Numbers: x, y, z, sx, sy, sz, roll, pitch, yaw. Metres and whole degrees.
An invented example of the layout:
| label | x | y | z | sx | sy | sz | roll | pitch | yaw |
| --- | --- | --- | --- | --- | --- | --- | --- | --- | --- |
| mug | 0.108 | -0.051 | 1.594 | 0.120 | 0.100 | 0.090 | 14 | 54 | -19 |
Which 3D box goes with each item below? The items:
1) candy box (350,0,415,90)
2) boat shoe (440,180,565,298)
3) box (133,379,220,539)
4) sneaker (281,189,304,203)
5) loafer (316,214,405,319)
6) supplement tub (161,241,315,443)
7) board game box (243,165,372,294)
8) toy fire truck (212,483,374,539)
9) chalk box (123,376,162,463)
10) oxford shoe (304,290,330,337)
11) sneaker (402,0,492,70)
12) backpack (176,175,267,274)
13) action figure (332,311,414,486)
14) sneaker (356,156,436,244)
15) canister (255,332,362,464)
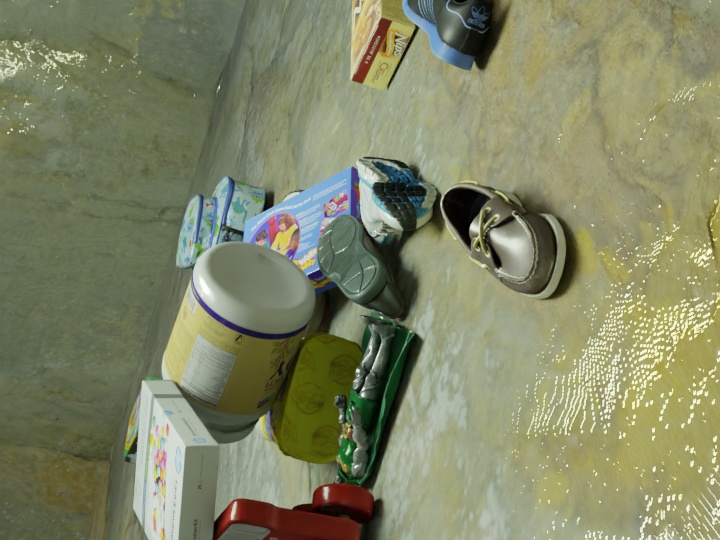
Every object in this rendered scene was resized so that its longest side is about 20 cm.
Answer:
| label | x | y | z | sx | sy | sz | roll | pitch | yaw |
| --- | --- | --- | --- | --- | --- | --- | --- | --- | --- |
| candy box | 0.030 | -0.360 | 1.635 | 0.116 | 0.055 | 0.202 | 121 | 157 | -45 |
| boat shoe | 0.120 | -0.031 | 1.025 | 0.200 | 0.059 | 0.073 | -119 | 46 | -68 |
| box | -0.199 | 0.223 | 1.265 | 0.200 | 0.041 | 0.158 | -147 | 61 | -62 |
| sneaker | -0.088 | -0.047 | 1.762 | 0.201 | 0.073 | 0.080 | 114 | 154 | -50 |
| loafer | 0.000 | 0.000 | 1.378 | 0.072 | 0.063 | 0.200 | -44 | 26 | 7 |
| supplement tub | -0.147 | 0.085 | 1.375 | 0.146 | 0.143 | 0.202 | -98 | 27 | -54 |
| board game box | -0.072 | -0.034 | 1.546 | 0.198 | 0.045 | 0.136 | -24 | 51 | 35 |
| toy fire truck | -0.084 | 0.289 | 1.251 | 0.200 | 0.166 | 0.114 | 131 | 150 | -57 |
| chalk box | -0.390 | 0.299 | 2.388 | 0.200 | 0.123 | 0.125 | 126 | 154 | -49 |
| oxford shoe | -0.080 | 0.013 | 1.613 | 0.075 | 0.069 | 0.203 | 45 | -130 | -61 |
| sneaker | 0.102 | -0.293 | 1.319 | 0.079 | 0.069 | 0.201 | -63 | 25 | 24 |
| backpack | -0.257 | -0.072 | 2.214 | 0.183 | 0.145 | 0.203 | 175 | 112 | -71 |
| action figure | 0.002 | 0.154 | 1.292 | 0.118 | 0.054 | 0.203 | -151 | 72 | -71 |
| sneaker | 0.038 | -0.066 | 1.352 | 0.200 | 0.074 | 0.088 | -114 | 28 | -70 |
| canister | -0.068 | 0.153 | 1.471 | 0.200 | 0.085 | 0.151 | 170 | 114 | -74 |
